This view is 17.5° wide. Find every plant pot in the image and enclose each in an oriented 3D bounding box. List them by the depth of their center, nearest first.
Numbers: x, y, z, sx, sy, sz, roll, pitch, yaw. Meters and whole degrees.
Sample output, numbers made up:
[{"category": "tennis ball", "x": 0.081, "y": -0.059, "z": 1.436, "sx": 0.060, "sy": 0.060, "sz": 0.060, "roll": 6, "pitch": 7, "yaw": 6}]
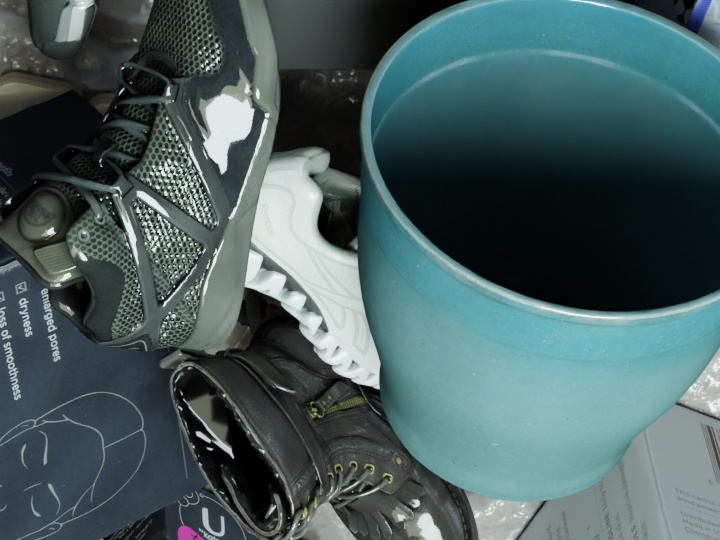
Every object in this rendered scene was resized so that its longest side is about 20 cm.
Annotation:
[{"category": "plant pot", "x": 0.087, "y": 0.003, "z": 1.117, "sx": 0.199, "sy": 0.201, "sz": 0.188, "roll": 2, "pitch": 140, "yaw": -8}]

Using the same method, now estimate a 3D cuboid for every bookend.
[{"category": "bookend", "x": 0.014, "y": -0.127, "z": 1.180, "sx": 0.197, "sy": 0.092, "sz": 0.201, "roll": 0, "pitch": 131, "yaw": -1}]

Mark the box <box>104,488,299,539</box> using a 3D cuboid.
[{"category": "box", "x": -0.075, "y": 0.237, "z": 1.432, "sx": 0.199, "sy": 0.115, "sz": 0.132, "roll": 31, "pitch": 119, "yaw": -25}]

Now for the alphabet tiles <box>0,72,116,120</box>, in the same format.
[{"category": "alphabet tiles", "x": -0.174, "y": -0.017, "z": 1.291, "sx": 0.194, "sy": 0.015, "sz": 0.201, "roll": 12, "pitch": 125, "yaw": -14}]

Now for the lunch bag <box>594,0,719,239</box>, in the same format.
[{"category": "lunch bag", "x": 0.207, "y": -0.070, "z": 1.226, "sx": 0.169, "sy": 0.124, "sz": 0.201, "roll": 10, "pitch": 116, "yaw": -12}]

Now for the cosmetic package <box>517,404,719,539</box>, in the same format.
[{"category": "cosmetic package", "x": 0.193, "y": 0.215, "z": 1.413, "sx": 0.167, "sy": 0.167, "sz": 0.200, "roll": 20, "pitch": 124, "yaw": -20}]

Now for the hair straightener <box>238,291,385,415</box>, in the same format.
[{"category": "hair straightener", "x": -0.013, "y": 0.071, "z": 1.307, "sx": 0.199, "sy": 0.041, "sz": 0.077, "roll": 18, "pitch": 106, "yaw": 5}]

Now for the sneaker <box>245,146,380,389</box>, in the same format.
[{"category": "sneaker", "x": 0.000, "y": 0.000, "z": 1.210, "sx": 0.081, "sy": 0.076, "sz": 0.200, "roll": -19, "pitch": 142, "yaw": 32}]

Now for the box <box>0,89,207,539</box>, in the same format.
[{"category": "box", "x": -0.191, "y": 0.046, "z": 1.204, "sx": 0.196, "sy": 0.124, "sz": 0.201, "roll": -24, "pitch": 132, "yaw": -24}]

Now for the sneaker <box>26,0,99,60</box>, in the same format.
[{"category": "sneaker", "x": -0.169, "y": -0.204, "z": 1.122, "sx": 0.115, "sy": 0.075, "sz": 0.201, "roll": 9, "pitch": 115, "yaw": -7}]

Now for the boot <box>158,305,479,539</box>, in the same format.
[{"category": "boot", "x": -0.024, "y": 0.110, "z": 1.211, "sx": 0.069, "sy": 0.174, "sz": 0.200, "roll": -36, "pitch": 92, "yaw": 18}]

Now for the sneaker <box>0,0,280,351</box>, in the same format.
[{"category": "sneaker", "x": -0.103, "y": -0.056, "z": 1.081, "sx": 0.114, "sy": 0.076, "sz": 0.201, "roll": -4, "pitch": 113, "yaw": -40}]
